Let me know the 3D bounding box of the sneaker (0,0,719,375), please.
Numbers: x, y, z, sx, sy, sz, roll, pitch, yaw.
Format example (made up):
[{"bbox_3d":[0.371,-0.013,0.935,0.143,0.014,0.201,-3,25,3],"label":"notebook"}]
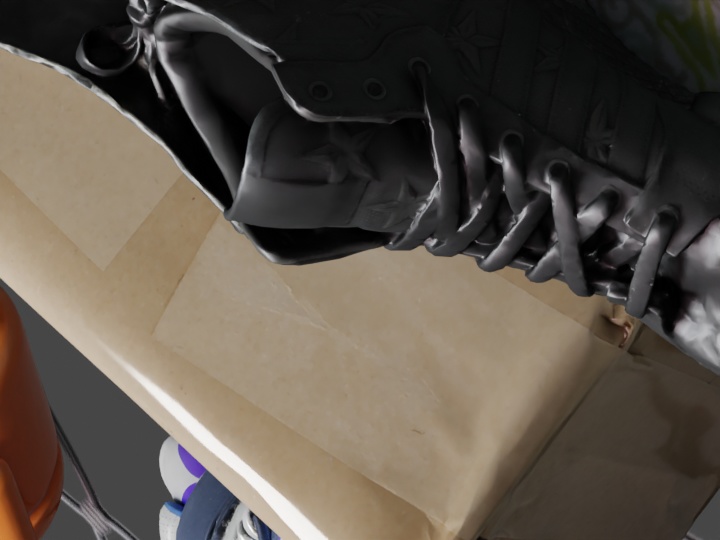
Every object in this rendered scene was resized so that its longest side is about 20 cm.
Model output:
[{"bbox_3d":[0.014,-0.025,0.580,0.200,0.104,0.060,45,141,27],"label":"sneaker"}]

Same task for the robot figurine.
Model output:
[{"bbox_3d":[-0.207,0.072,1.350,0.143,0.117,0.200,11,142,17],"label":"robot figurine"}]

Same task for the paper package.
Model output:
[{"bbox_3d":[0.000,0.000,0.757,0.200,0.104,0.191,40,-172,22],"label":"paper package"}]

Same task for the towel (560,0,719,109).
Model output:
[{"bbox_3d":[0.111,-0.041,0.575,0.200,0.048,0.171,47,143,25],"label":"towel"}]

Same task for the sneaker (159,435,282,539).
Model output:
[{"bbox_3d":[-0.031,0.088,0.981,0.146,0.081,0.200,31,156,32],"label":"sneaker"}]
